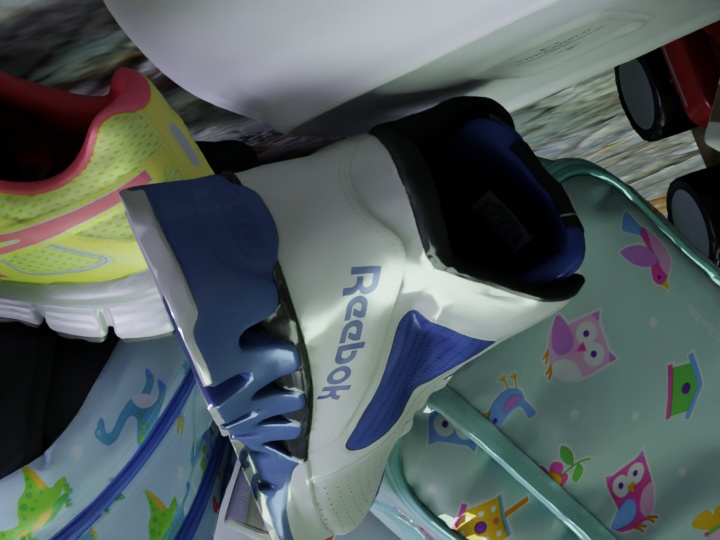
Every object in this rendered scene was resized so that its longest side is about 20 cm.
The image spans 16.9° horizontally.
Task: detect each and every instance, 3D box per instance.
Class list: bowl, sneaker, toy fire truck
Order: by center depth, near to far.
[{"bbox_3d":[0.045,-0.095,0.669,0.199,0.075,0.199,-24,173,26],"label":"bowl"},{"bbox_3d":[0.009,0.015,0.693,0.115,0.081,0.200,-22,158,-2],"label":"sneaker"},{"bbox_3d":[-0.135,-0.028,0.765,0.199,0.091,0.078,-6,-138,16],"label":"sneaker"},{"bbox_3d":[0.181,-0.052,0.974,0.128,0.177,0.200,-17,170,-15],"label":"toy fire truck"}]

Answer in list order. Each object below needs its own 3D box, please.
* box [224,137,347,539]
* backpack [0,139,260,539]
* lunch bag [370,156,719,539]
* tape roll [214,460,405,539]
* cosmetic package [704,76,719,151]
[{"bbox_3d":[0.000,0.000,0.847,0.038,0.201,0.041,18,171,-3],"label":"box"},{"bbox_3d":[-0.113,0.053,0.831,0.162,0.155,0.200,-12,-163,13],"label":"backpack"},{"bbox_3d":[0.084,0.063,0.928,0.077,0.200,0.161,9,-118,55],"label":"lunch bag"},{"bbox_3d":[-0.050,0.104,1.015,0.201,0.140,0.203,-11,161,-4],"label":"tape roll"},{"bbox_3d":[0.219,-0.046,0.844,0.101,0.074,0.200,11,173,42],"label":"cosmetic package"}]
